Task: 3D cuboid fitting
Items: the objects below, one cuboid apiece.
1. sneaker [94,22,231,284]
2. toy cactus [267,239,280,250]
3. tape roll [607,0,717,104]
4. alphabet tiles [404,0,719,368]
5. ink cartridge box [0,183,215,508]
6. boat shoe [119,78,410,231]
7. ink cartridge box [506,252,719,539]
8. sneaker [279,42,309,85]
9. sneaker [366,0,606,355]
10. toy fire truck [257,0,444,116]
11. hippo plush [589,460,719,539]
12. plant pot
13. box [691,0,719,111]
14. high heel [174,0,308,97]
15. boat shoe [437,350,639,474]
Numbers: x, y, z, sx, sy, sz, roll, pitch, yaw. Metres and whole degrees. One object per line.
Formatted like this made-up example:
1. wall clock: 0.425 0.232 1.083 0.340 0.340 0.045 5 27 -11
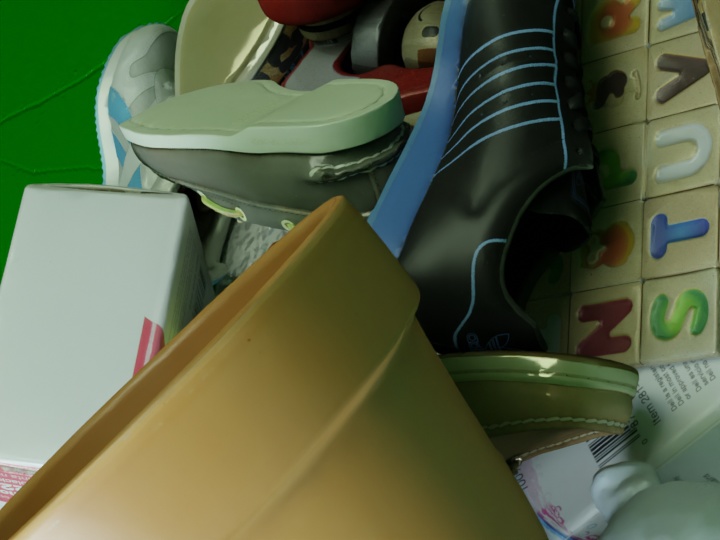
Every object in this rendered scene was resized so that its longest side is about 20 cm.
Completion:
1. sneaker: -0.113 -0.066 1.036 0.081 0.076 0.200 -18 58 29
2. toy cactus: 0.000 0.000 0.845 0.200 0.102 0.165 -52 12 48
3. tape roll: 0.201 -0.131 0.706 0.202 0.037 0.203 -13 51 16
4. alphabet tiles: 0.087 -0.037 0.689 0.200 0.006 0.167 -12 65 41
5. ink cartridge box: -0.120 0.069 0.839 0.085 0.200 0.146 4 62 7
6. boat shoe: -0.045 -0.049 0.773 0.072 0.060 0.202 -30 21 -29
7. ink cartridge box: 0.083 0.070 0.714 0.200 0.084 0.145 -42 41 19
8. sneaker: -0.054 -0.137 0.997 0.073 0.082 0.200 -47 35 37
9. sneaker: 0.065 -0.058 0.675 0.078 0.070 0.200 14 75 23
10. toy fire truck: 0.054 -0.134 0.840 0.168 0.112 0.200 5 45 35
11. hippo plush: 0.080 0.147 0.597 0.159 0.200 0.161 14 67 28
12. plant pot: -0.030 0.093 0.554 0.200 0.140 0.200 -44 6 6
13. box: 0.222 -0.109 0.626 0.199 0.021 0.164 -10 63 2
14. high heel: -0.025 -0.135 0.941 0.071 0.142 0.200 21 87 33
15. boat shoe: 0.022 0.076 0.660 0.200 0.074 0.067 -17 67 42
